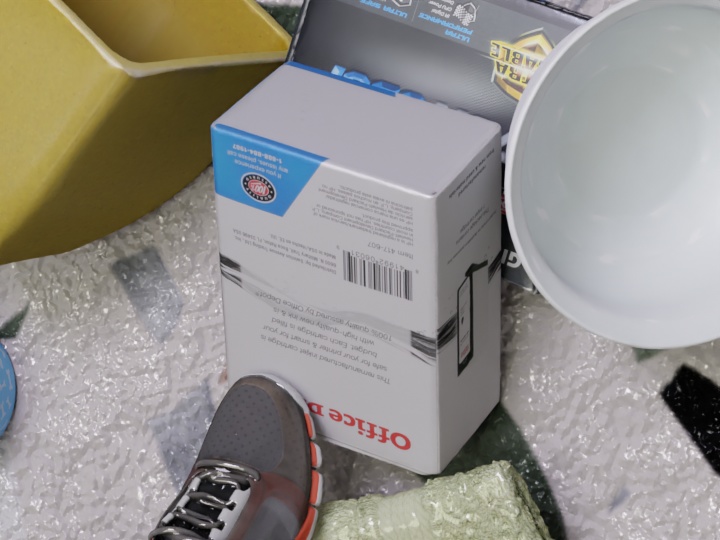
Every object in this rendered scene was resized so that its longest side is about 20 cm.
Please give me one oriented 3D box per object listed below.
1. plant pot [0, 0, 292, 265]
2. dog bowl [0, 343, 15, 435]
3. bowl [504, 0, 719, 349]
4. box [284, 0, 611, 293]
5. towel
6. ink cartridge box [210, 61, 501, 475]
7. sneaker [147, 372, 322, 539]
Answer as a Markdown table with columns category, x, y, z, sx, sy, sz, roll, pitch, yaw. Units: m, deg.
| category | x | y | z | sx | sy | sz | roll | pitch | yaw |
| --- | --- | --- | --- | --- | --- | --- | --- | --- | --- |
| plant pot | -0.196 | -0.112 | 1.519 | 0.194 | 0.195 | 0.200 | 45 | 116 | 18 |
| dog bowl | -0.312 | 0.092 | 1.653 | 0.200 | 0.050 | 0.112 | -22 | 82 | 25 |
| bowl | 0.160 | -0.064 | 1.378 | 0.201 | 0.090 | 0.201 | -4 | 105 | -16 |
| box | 0.049 | -0.095 | 1.475 | 0.200 | 0.046 | 0.159 | 23 | 101 | 23 |
| towel | 0.063 | 0.212 | 1.457 | 0.148 | 0.036 | 0.200 | -17 | 103 | 24 |
| ink cartridge box | 0.000 | 0.000 | 1.435 | 0.146 | 0.084 | 0.200 | 19 | 132 | 24 |
| sneaker | -0.079 | 0.150 | 1.414 | 0.077 | 0.082 | 0.200 | 5 | 75 | 27 |
